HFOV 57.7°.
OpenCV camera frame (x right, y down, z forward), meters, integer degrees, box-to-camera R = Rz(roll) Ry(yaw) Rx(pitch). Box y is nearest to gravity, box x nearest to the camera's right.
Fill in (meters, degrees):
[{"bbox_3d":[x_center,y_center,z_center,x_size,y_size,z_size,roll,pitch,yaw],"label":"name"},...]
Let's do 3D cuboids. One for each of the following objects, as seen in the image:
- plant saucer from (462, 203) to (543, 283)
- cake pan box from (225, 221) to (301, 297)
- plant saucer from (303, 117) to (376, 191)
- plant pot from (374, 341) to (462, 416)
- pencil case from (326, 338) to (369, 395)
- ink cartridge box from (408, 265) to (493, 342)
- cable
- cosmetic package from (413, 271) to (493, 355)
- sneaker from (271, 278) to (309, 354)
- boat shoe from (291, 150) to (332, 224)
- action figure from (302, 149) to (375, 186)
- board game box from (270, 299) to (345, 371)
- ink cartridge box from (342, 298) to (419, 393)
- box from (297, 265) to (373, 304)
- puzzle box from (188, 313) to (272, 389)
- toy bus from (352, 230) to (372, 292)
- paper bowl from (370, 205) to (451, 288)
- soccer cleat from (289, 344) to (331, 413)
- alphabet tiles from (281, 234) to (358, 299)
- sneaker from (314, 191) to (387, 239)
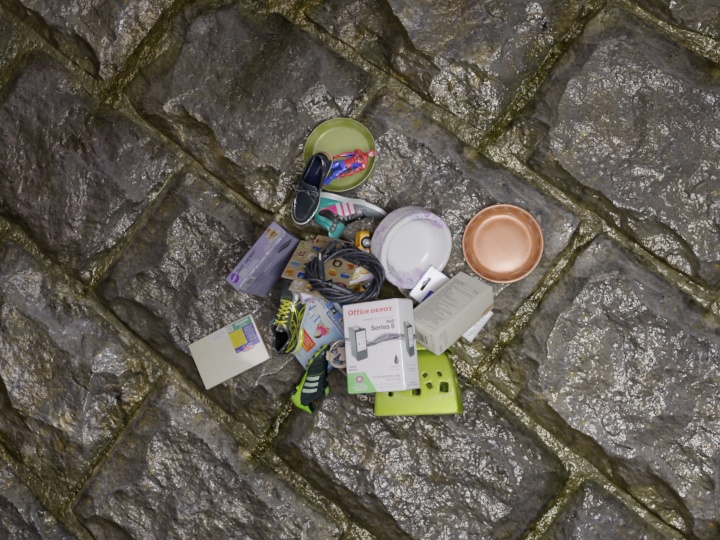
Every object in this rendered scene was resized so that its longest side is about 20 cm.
[{"bbox_3d":[0.357,-0.066,1.647,0.200,0.037,0.201,-1,84,10],"label":"plant saucer"},{"bbox_3d":[-0.239,-0.020,1.684,0.052,0.184,0.200,40,93,16],"label":"cake pan box"},{"bbox_3d":[-0.054,-0.308,1.755,0.199,0.031,0.201,-1,85,12],"label":"plant saucer"},{"bbox_3d":[0.141,0.258,1.580,0.198,0.200,0.182,-5,76,11],"label":"plant pot"},{"bbox_3d":[-0.011,0.238,1.604,0.089,0.200,0.078,-22,53,11],"label":"pencil case"},{"bbox_3d":[0.225,0.082,1.636,0.200,0.037,0.095,38,93,-4],"label":"ink cartridge box"},{"bbox_3d":[-0.037,0.009,1.551,0.163,0.051,0.200,-33,55,-28],"label":"cable"},{"bbox_3d":[0.208,0.097,1.525,0.200,0.071,0.105,-35,43,-25],"label":"cosmetic package"},{"bbox_3d":[-0.178,0.118,1.628,0.074,0.085,0.201,6,100,25],"label":"sneaker"},{"bbox_3d":[-0.132,-0.212,1.677,0.074,0.062,0.200,28,105,13],"label":"boat shoe"},{"bbox_3d":[-0.052,-0.270,1.713,0.200,0.052,0.066,-23,76,6],"label":"action figure"},{"bbox_3d":[-0.102,0.145,1.673,0.196,0.056,0.200,-44,78,25],"label":"board game box"},{"bbox_3d":[0.045,0.168,1.462,0.145,0.084,0.201,-10,80,28],"label":"ink cartridge box"},{"bbox_3d":[-0.057,0.031,1.608,0.199,0.039,0.042,-16,70,-15],"label":"box"},{"bbox_3d":[-0.350,0.219,1.762,0.200,0.025,0.133,-26,80,7],"label":"puzzle box"},{"bbox_3d":[0.000,0.000,1.696,0.078,0.065,0.201,-3,84,12],"label":"toy bus"},{"bbox_3d":[0.118,-0.064,1.629,0.201,0.201,0.104,-50,35,3],"label":"paper bowl"},{"bbox_3d":[-0.105,0.270,1.630,0.081,0.068,0.200,32,117,9],"label":"soccer cleat"},{"bbox_3d":[-0.094,-0.012,1.612,0.166,0.006,0.200,13,47,12],"label":"alphabet tiles"},{"bbox_3d":[-0.037,-0.129,1.705,0.199,0.084,0.121,13,82,20],"label":"sneaker"}]
